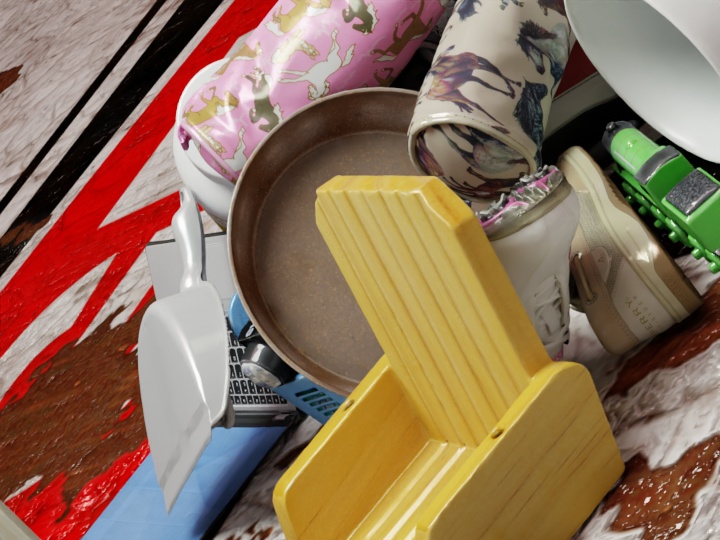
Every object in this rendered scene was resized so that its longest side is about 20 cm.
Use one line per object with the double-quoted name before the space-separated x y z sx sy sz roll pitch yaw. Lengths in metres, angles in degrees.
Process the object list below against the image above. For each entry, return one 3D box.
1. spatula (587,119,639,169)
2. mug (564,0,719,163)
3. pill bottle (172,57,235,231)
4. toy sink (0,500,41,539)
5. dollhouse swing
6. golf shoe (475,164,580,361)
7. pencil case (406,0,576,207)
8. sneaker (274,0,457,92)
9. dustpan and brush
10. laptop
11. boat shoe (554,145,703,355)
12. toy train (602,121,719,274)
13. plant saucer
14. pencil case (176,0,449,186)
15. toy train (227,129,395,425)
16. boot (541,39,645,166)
"spatula" 0.105 -0.024 1.578 0.200 0.021 0.057 -49 14 27
"mug" 0.219 -0.176 1.499 0.175 0.148 0.200 -44 20 -13
"pill bottle" -0.065 -0.078 1.718 0.111 0.111 0.200 -44 -13 -2
"toy sink" -0.291 0.245 1.695 0.200 0.112 0.130 -46 18 -6
"dollhouse swing" 0.009 0.074 1.346 0.182 0.176 0.200 -49 20 -15
"golf shoe" 0.090 0.008 1.381 0.072 0.092 0.200 -37 -9 -19
"pencil case" 0.091 -0.127 1.524 0.078 0.089 0.201 -23 34 41
"sneaker" 0.045 -0.147 1.688 0.199 0.076 0.114 -10 37 -33
"dustpan and brush" -0.109 0.037 1.623 0.057 0.201 0.140 -8 -24 -21
"laptop" -0.132 0.085 1.722 0.115 0.201 0.187 -14 4 -29
"boat shoe" 0.133 -0.011 1.446 0.065 0.072 0.200 -40 24 6
"toy train" 0.179 -0.045 1.443 0.042 0.056 0.200 -42 19 2
"plant saucer" 0.017 -0.011 1.520 0.200 0.200 0.035 -51 -4 -22
"pencil case" -0.026 -0.135 1.572 0.200 0.083 0.086 -51 44 2
"toy train" 0.000 0.000 1.589 0.087 0.114 0.201 -20 38 61
"boot" 0.117 -0.136 1.625 0.200 0.073 0.144 -41 60 -16
